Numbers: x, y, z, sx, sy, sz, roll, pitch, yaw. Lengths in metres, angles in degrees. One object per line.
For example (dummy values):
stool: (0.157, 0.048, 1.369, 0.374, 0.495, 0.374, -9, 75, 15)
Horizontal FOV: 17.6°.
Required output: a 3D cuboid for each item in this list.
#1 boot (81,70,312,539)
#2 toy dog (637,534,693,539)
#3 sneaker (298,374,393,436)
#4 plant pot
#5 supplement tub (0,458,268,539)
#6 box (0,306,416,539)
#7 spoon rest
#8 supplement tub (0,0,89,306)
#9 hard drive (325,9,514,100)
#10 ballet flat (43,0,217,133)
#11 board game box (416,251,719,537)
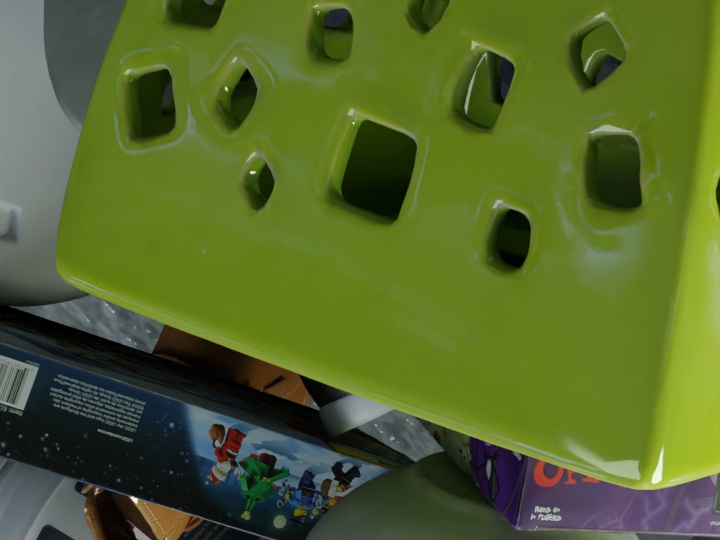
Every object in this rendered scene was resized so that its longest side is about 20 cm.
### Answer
boot: (-0.061, 0.028, 0.959, 0.073, 0.155, 0.201, 24, 146, 25)
toy dog: (0.104, 0.121, 0.793, 0.096, 0.201, 0.132, 38, 177, -39)
sneaker: (0.000, 0.000, 0.901, 0.200, 0.070, 0.100, -26, -89, -83)
plant pot: (0.058, -0.067, 0.636, 0.198, 0.199, 0.183, 18, 107, 32)
supplement tub: (-0.104, 0.163, 1.201, 0.199, 0.141, 0.141, 28, 148, 21)
box: (-0.073, 0.056, 0.844, 0.199, 0.038, 0.136, 20, 180, -24)
spoon rest: (0.067, 0.081, 0.665, 0.099, 0.199, 0.061, 20, 109, 40)
supplement tub: (-0.143, -0.067, 0.896, 0.145, 0.144, 0.200, 50, 169, -17)
hard drive: (-0.015, -0.119, 0.826, 0.200, 0.042, 0.135, 42, 150, -2)
ballet flat: (-0.043, -0.127, 0.697, 0.067, 0.201, 0.064, 25, 148, -12)
board game box: (0.069, 0.031, 0.688, 0.119, 0.033, 0.200, 8, -167, -19)
